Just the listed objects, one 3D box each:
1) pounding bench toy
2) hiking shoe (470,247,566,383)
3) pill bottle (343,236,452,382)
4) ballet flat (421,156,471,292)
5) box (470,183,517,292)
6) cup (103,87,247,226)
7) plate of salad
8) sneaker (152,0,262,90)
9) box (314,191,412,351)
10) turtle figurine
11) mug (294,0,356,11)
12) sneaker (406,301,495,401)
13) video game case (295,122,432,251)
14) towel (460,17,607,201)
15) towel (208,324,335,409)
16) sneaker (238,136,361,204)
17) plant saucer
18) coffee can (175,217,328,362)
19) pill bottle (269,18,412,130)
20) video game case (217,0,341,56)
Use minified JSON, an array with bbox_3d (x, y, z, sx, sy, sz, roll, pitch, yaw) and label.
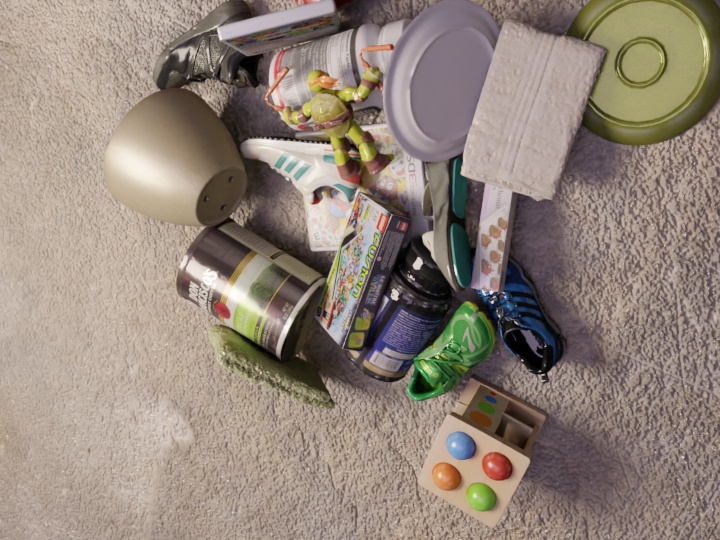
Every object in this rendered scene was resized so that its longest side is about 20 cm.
[{"bbox_3d":[0.161,0.289,1.030,0.124,0.156,0.201,26,114,15],"label":"pounding bench toy"},{"bbox_3d":[0.210,0.053,0.978,0.074,0.087,0.200,-41,86,28],"label":"hiking shoe"},{"bbox_3d":[0.063,0.055,1.030,0.112,0.112,0.201,36,118,11],"label":"pill bottle"},{"bbox_3d":[0.114,-0.062,0.966,0.063,0.067,0.202,-12,65,32],"label":"ballet flat"},{"bbox_3d":[0.182,-0.072,0.947,0.038,0.041,0.202,8,90,21],"label":"box"},{"bbox_3d":[-0.251,-0.145,1.054,0.143,0.200,0.201,35,116,21],"label":"cup"},{"bbox_3d":[0.104,-0.238,0.901,0.048,0.199,0.202,35,121,47],"label":"plate of salad"},{"bbox_3d":[-0.228,-0.306,1.078,0.198,0.076,0.115,-27,86,23],"label":"sneaker"},{"bbox_3d":[0.000,0.000,1.010,0.110,0.034,0.201,40,113,57],"label":"box"},{"bbox_3d":[-0.020,-0.197,0.911,0.199,0.065,0.162,-15,123,30],"label":"turtle figurine"},{"bbox_3d":[-0.057,-0.455,0.930,0.177,0.133,0.201,-24,97,30],"label":"mug"},{"bbox_3d":[0.126,0.127,1.015,0.074,0.083,0.201,43,135,20],"label":"sneaker"},{"bbox_3d":[0.004,-0.122,1.058,0.198,0.023,0.184,-1,104,25],"label":"video game case"},{"bbox_3d":[0.211,-0.196,0.889,0.132,0.034,0.202,19,105,9],"label":"towel"},{"bbox_3d":[-0.137,0.148,1.092,0.199,0.148,0.037,28,94,-23],"label":"towel"},{"bbox_3d":[-0.091,-0.145,1.040,0.198,0.070,0.094,8,102,18],"label":"sneaker"},{"bbox_3d":[0.340,-0.252,0.863,0.198,0.031,0.202,7,107,23],"label":"plant saucer"},{"bbox_3d":[-0.161,0.028,1.106,0.199,0.146,0.147,30,115,13],"label":"coffee can"},{"bbox_3d":[-0.014,-0.267,0.972,0.198,0.114,0.115,-8,101,26],"label":"pill bottle"},{"bbox_3d":[-0.097,-0.312,0.925,0.142,0.200,0.018,-13,101,3],"label":"video game case"}]
